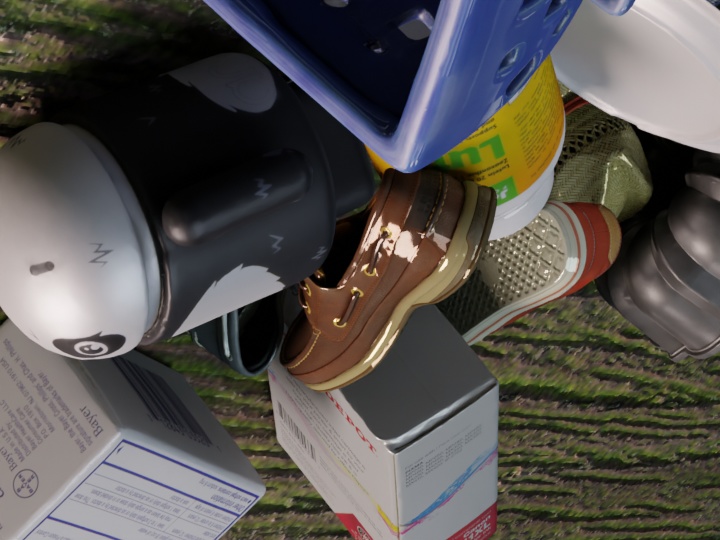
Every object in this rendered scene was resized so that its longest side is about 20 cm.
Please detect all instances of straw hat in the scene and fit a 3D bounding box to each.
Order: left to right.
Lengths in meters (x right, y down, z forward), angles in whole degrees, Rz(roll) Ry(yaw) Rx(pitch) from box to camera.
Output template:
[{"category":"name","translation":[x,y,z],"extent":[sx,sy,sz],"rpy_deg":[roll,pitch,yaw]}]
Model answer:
[{"category":"straw hat","translation":[0.134,-0.063,1.462],"extent":[0.201,0.085,0.201],"rpy_deg":[-30,152,-18]}]

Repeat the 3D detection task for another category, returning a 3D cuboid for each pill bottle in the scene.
[{"category":"pill bottle","translation":[0.051,-0.094,1.278],"extent":[0.111,0.111,0.200],"rpy_deg":[-37,153,-6]}]

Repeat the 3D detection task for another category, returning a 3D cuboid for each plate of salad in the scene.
[{"category":"plate of salad","translation":[0.149,-0.129,1.275],"extent":[0.048,0.200,0.200],"rpy_deg":[-57,157,-15]}]

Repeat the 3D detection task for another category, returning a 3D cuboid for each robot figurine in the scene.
[{"category":"robot figurine","translation":[-0.092,-0.032,1.173],"extent":[0.200,0.125,0.151],"rpy_deg":[-23,149,-30]}]

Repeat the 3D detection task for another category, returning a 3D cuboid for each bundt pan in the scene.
[{"category":"bundt pan","translation":[0.213,-0.048,1.502],"extent":[0.076,0.202,0.202],"rpy_deg":[27,116,-20]}]

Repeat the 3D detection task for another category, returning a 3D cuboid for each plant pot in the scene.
[{"category":"plant pot","translation":[0.035,-0.197,1.022],"extent":[0.180,0.200,0.200],"rpy_deg":[-31,152,-33]}]

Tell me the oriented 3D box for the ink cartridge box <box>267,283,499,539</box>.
[{"category":"ink cartridge box","translation":[0.013,0.088,1.466],"extent":[0.083,0.146,0.200],"rpy_deg":[-31,152,-16]}]

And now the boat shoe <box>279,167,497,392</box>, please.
[{"category":"boat shoe","translation":[0.000,0.000,1.288],"extent":[0.067,0.072,0.200],"rpy_deg":[24,145,-15]}]

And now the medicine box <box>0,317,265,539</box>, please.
[{"category":"medicine box","translation":[-0.185,0.138,1.335],"extent":[0.200,0.103,0.182],"rpy_deg":[-43,153,6]}]

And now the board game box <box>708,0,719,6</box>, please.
[{"category":"board game box","translation":[0.196,-0.208,1.286],"extent":[0.034,0.136,0.200],"rpy_deg":[2,158,17]}]

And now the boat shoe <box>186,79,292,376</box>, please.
[{"category":"boat shoe","translation":[-0.045,-0.023,1.317],"extent":[0.073,0.062,0.200],"rpy_deg":[-15,144,-40]}]

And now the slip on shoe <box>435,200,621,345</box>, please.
[{"category":"slip on shoe","translation":[0.084,0.002,1.435],"extent":[0.061,0.074,0.200],"rpy_deg":[-10,172,-36]}]
